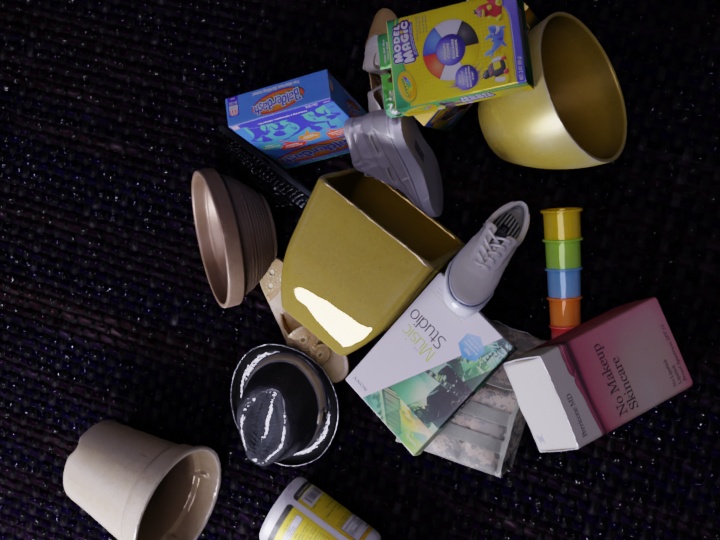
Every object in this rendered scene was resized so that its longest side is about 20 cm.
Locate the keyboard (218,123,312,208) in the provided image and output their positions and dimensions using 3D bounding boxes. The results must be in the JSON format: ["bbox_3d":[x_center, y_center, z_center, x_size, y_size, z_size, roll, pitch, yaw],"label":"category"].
[{"bbox_3d":[-0.132,-0.127,1.552,0.199,0.104,0.040,38,79,22],"label":"keyboard"}]

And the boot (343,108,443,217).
[{"bbox_3d":[0.046,-0.147,1.485,0.094,0.201,0.075,-4,49,24],"label":"boot"}]

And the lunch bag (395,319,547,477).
[{"bbox_3d":[0.159,0.164,1.496,0.161,0.117,0.204,17,91,18],"label":"lunch bag"}]

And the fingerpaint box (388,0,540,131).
[{"bbox_3d":[0.146,-0.285,1.436,0.073,0.167,0.200,45,104,9],"label":"fingerpaint box"}]

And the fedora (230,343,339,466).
[{"bbox_3d":[-0.127,0.213,1.571,0.197,0.092,0.205,8,112,20],"label":"fedora"}]

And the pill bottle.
[{"bbox_3d":[-0.042,0.404,1.575,0.198,0.112,0.114,34,103,12],"label":"pill bottle"}]

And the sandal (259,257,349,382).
[{"bbox_3d":[-0.096,0.080,1.587,0.077,0.070,0.214,-32,85,16],"label":"sandal"}]

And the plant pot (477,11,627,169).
[{"bbox_3d":[0.240,-0.216,1.418,0.141,0.198,0.204,-20,89,41],"label":"plant pot"}]

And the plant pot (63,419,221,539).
[{"bbox_3d":[-0.342,0.324,1.632,0.181,0.199,0.204,23,101,25],"label":"plant pot"}]

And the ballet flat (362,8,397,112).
[{"bbox_3d":[0.035,-0.269,1.516,0.068,0.062,0.204,-8,93,48],"label":"ballet flat"}]

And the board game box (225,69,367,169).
[{"bbox_3d":[-0.077,-0.205,1.490,0.149,0.200,0.046,-13,75,17],"label":"board game box"}]

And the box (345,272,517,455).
[{"bbox_3d":[0.093,0.126,1.442,0.144,0.036,0.201,45,100,20],"label":"box"}]

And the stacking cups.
[{"bbox_3d":[0.284,0.016,1.476,0.059,0.060,0.205,-4,95,17],"label":"stacking cups"}]

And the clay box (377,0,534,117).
[{"bbox_3d":[0.110,-0.265,1.331,0.196,0.047,0.117,-9,84,22],"label":"clay box"}]

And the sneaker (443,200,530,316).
[{"bbox_3d":[0.169,-0.025,1.434,0.072,0.201,0.071,29,140,4],"label":"sneaker"}]

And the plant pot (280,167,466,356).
[{"bbox_3d":[0.000,0.000,1.497,0.194,0.194,0.202,37,109,11],"label":"plant pot"}]

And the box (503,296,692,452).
[{"bbox_3d":[0.309,0.136,1.401,0.197,0.109,0.130,-24,88,-22],"label":"box"}]

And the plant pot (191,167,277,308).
[{"bbox_3d":[-0.179,-0.054,1.566,0.091,0.200,0.205,-13,91,-19],"label":"plant pot"}]
